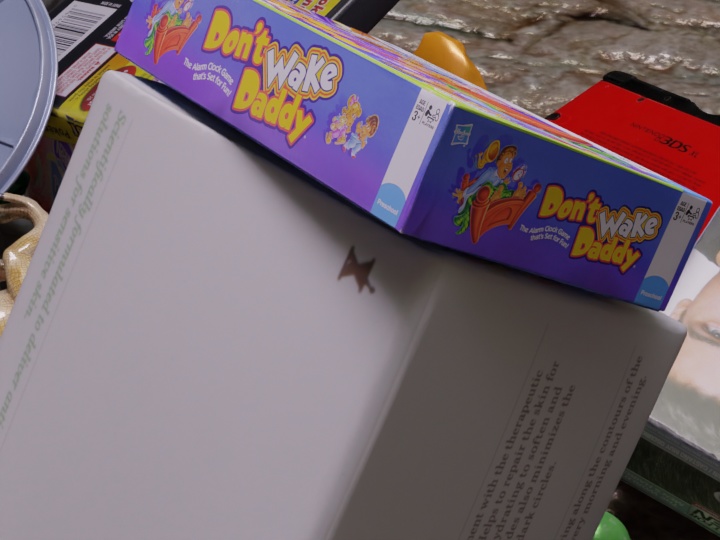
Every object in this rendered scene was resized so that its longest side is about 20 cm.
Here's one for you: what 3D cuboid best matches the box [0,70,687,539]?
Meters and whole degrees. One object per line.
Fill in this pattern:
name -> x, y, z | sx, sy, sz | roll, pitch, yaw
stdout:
box -> -0.023, 0.059, 0.696 | 0.200, 0.200, 0.171 | 31, 11, 39

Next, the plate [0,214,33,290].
plate -> -0.144, -0.031, 1.046 | 0.198, 0.033, 0.200 | 18, 34, 25

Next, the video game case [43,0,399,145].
video game case -> -0.081, -0.131, 0.919 | 0.180, 0.026, 0.200 | 16, 52, 37

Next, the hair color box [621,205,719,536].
hair color box -> 0.196, 0.027, 0.839 | 0.099, 0.061, 0.200 | 29, 58, 15

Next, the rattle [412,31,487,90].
rattle -> 0.000, 0.000, 0.852 | 0.199, 0.144, 0.130 | -28, 37, -17

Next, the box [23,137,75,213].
box -> -0.111, -0.044, 0.947 | 0.102, 0.095, 0.200 | -13, 35, -22

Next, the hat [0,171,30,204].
hat -> -0.301, -0.089, 0.944 | 0.199, 0.177, 0.166 | -16, 15, 20

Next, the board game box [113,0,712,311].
board game box -> 0.014, -0.055, 0.656 | 0.134, 0.045, 0.200 | 16, 12, -41

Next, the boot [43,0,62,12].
boot -> -0.193, -0.177, 1.176 | 0.199, 0.132, 0.068 | 22, 17, 29

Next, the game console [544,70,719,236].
game console -> 0.199, -0.033, 1.033 | 0.172, 0.119, 0.200 | -35, 33, -16

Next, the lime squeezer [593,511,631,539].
lime squeezer -> 0.097, 0.112, 0.821 | 0.199, 0.038, 0.070 | 24, 37, 33

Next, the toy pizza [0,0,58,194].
toy pizza -> -0.245, -0.083, 0.893 | 0.199, 0.032, 0.202 | -5, 63, 10

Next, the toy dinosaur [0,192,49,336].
toy dinosaur -> -0.155, 0.018, 0.817 | 0.199, 0.058, 0.101 | -17, 51, -18
